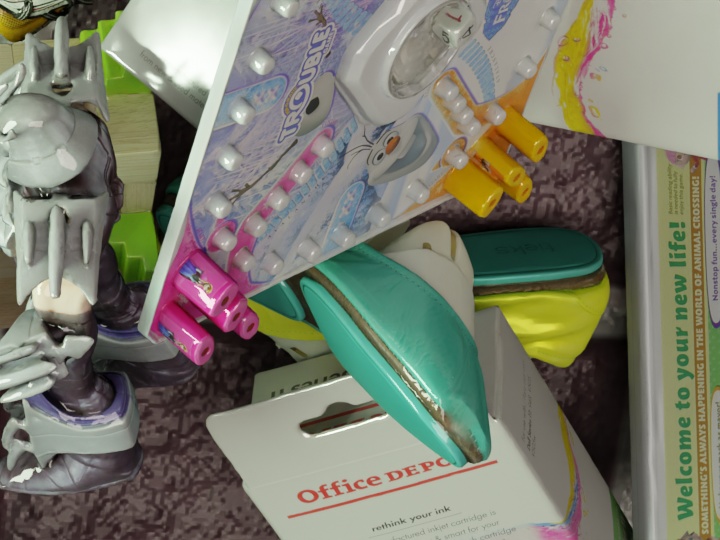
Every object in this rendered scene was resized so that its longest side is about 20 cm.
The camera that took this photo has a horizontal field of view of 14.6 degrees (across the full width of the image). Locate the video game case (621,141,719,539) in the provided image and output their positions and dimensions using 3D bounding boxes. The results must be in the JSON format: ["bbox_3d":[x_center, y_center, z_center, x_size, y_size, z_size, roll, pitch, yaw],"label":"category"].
[{"bbox_3d":[0.202,0.036,1.217,0.182,0.022,0.200,-1,88,-17],"label":"video game case"}]

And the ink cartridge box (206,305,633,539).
[{"bbox_3d":[0.029,0.088,1.167,0.117,0.067,0.200,-16,131,19],"label":"ink cartridge box"}]

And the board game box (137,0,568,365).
[{"bbox_3d":[0.023,-0.076,0.951,0.200,0.026,0.200,-27,147,-45],"label":"board game box"}]

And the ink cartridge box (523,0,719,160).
[{"bbox_3d":[0.089,-0.114,1.081,0.200,0.067,0.116,12,139,18],"label":"ink cartridge box"}]

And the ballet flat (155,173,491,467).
[{"bbox_3d":[0.000,0.000,1.063,0.070,0.200,0.067,-41,135,-13],"label":"ballet flat"}]

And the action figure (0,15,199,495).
[{"bbox_3d":[-0.105,0.000,0.967,0.069,0.130,0.200,5,146,8],"label":"action figure"}]

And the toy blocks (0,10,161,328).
[{"bbox_3d":[-0.152,-0.029,1.084,0.137,0.200,0.100,-5,66,-10],"label":"toy blocks"}]

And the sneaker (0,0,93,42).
[{"bbox_3d":[-0.115,-0.129,1.086,0.200,0.078,0.082,-4,88,-4],"label":"sneaker"}]

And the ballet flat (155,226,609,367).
[{"bbox_3d":[0.008,0.015,1.185,0.200,0.067,0.067,3,122,-16],"label":"ballet flat"}]

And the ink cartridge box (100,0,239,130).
[{"bbox_3d":[0.009,-0.138,0.980,0.068,0.115,0.200,40,106,13],"label":"ink cartridge box"}]
